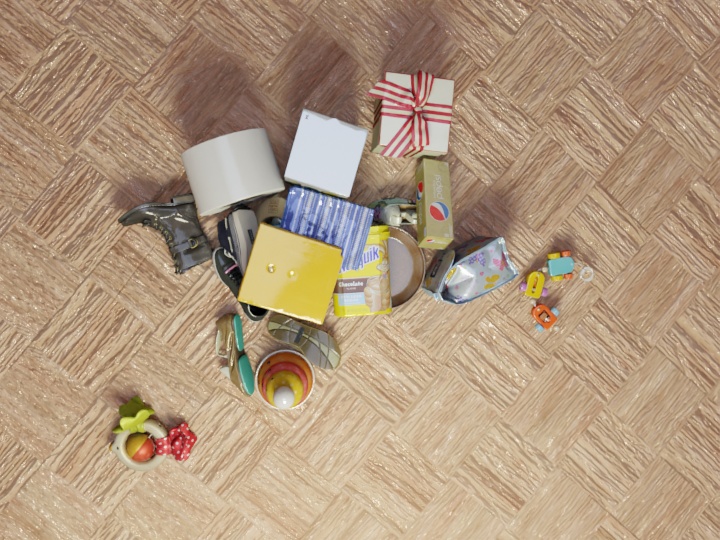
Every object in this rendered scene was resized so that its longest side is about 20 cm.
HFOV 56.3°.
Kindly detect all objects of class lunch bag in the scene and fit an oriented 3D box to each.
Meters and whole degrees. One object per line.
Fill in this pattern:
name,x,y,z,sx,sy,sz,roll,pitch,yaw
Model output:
lunch bag,0.243,0.001,1.584,0.198,0.170,0.128,-29,97,-3

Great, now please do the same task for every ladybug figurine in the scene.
ladybug figurine,-0.186,-0.076,1.570,0.134,0.072,0.203,4,97,21

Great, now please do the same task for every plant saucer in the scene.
plant saucer,0.058,-0.007,1.630,0.197,0.037,0.204,0,93,-6

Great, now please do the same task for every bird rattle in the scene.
bird rattle,-0.495,0.397,1.582,0.199,0.113,0.163,39,100,-20

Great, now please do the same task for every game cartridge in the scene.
game cartridge,-0.151,0.008,1.476,0.198,0.032,0.178,17,97,-14

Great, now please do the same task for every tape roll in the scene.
tape roll,-0.282,-0.218,1.496,0.200,0.203,0.141,-18,95,-5

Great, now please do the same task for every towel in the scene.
towel,-0.080,-0.095,1.501,0.197,0.024,0.147,17,95,3

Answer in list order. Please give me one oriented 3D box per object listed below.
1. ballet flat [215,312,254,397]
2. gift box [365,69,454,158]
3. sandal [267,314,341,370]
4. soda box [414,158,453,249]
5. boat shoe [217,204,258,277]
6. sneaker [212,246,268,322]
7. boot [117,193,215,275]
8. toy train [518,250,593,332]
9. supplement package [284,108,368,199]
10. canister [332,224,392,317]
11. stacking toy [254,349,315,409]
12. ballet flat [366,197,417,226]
ballet flat,-0.304,0.202,1.594,0.071,0.068,0.203,-11,95,15
gift box,0.103,-0.344,1.540,0.197,0.187,0.187,0,93,-7
sandal,-0.131,0.168,1.616,0.198,0.054,0.081,28,85,7
soda box,0.170,-0.155,1.564,0.067,0.064,0.203,5,68,-14
boat shoe,-0.270,-0.041,1.541,0.074,0.092,0.203,0,73,-47
sneaker,-0.269,0.029,1.556,0.070,0.099,0.202,-34,100,-22
boot,-0.440,-0.074,1.551,0.198,0.069,0.176,-16,95,-12
toy train,0.475,0.045,1.673,0.150,0.056,0.200,40,92,-8
supplement package,-0.082,-0.254,1.517,0.150,0.200,0.153,17,91,-6
canister,0.000,0.000,1.564,0.146,0.087,0.203,-4,95,-4
stacking toy,-0.172,0.267,1.538,0.144,0.200,0.148,0,93,-7
ballet flat,0.111,-0.135,1.607,0.197,0.072,0.070,-2,126,-8
